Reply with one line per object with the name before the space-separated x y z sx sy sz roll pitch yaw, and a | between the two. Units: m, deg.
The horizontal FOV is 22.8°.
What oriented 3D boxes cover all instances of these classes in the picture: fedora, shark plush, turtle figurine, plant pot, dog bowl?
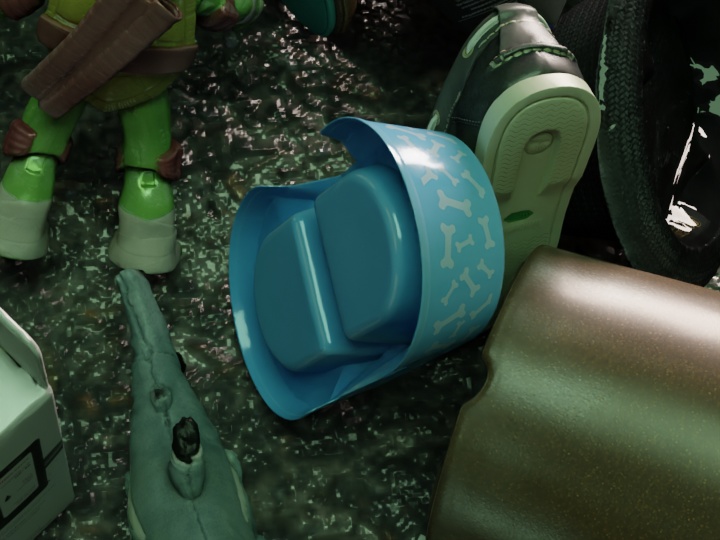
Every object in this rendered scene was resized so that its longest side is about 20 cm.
fedora | 0.125 -0.080 0.888 0.092 0.201 0.201 -4 63 29
shark plush | -0.071 0.092 0.814 0.091 0.083 0.200 -1 67 -6
turtle figurine | -0.126 -0.109 0.863 0.200 0.194 0.144 28 24 38
plant pot | 0.145 0.091 0.789 0.198 0.200 0.200 19 66 12
dog bowl | 0.000 0.000 0.807 0.050 0.200 0.112 -8 78 -28

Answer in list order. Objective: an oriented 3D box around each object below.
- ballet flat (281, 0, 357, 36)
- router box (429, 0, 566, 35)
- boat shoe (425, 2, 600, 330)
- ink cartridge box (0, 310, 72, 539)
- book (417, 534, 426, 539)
ballet flat | -0.037 -0.198 0.869 0.068 0.200 0.072 29 75 40
router box | 0.056 -0.232 0.863 0.157 0.052 0.200 37 61 -27
boat shoe | 0.053 -0.034 0.828 0.072 0.200 0.068 -8 52 -25
ink cartridge box | -0.187 0.052 0.748 0.116 0.200 0.068 42 69 12
book | 0.086 0.223 0.799 0.200 0.048 0.134 26 62 7
